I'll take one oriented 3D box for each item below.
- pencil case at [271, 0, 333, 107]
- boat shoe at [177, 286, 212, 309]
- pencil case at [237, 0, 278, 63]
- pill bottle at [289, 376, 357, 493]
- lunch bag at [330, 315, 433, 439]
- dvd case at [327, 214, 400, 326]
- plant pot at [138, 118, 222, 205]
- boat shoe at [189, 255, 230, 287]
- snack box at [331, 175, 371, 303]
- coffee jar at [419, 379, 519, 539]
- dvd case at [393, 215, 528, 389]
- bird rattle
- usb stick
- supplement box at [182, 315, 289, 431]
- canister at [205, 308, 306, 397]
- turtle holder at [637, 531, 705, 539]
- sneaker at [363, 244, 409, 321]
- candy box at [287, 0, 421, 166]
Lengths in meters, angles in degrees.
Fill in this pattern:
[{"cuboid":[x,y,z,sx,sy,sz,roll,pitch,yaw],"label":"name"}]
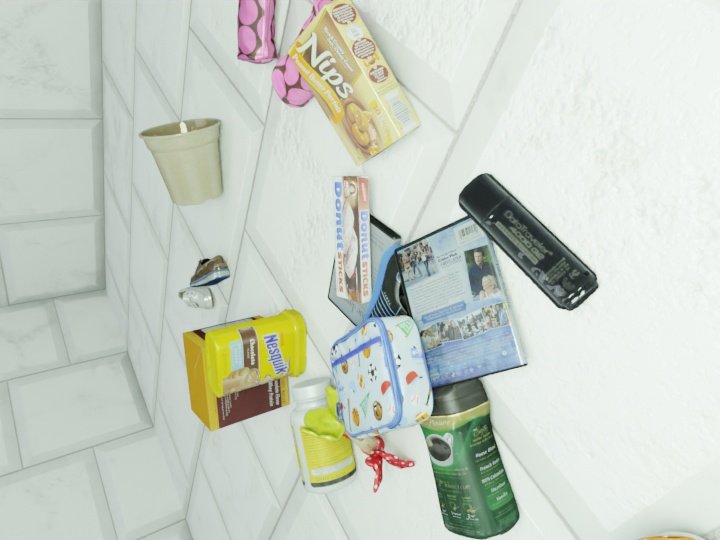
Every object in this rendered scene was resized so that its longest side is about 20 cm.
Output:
[{"cuboid":[-0.082,-0.361,0.865,0.094,0.091,0.200,44,143,-11],"label":"pencil case"},{"cuboid":[-0.521,0.088,1.630,0.199,0.069,0.072,3,100,54],"label":"boat shoe"},{"cuboid":[-0.185,-0.489,0.966,0.093,0.090,0.202,29,125,34],"label":"pencil case"},{"cuboid":[-0.078,0.319,1.026,0.111,0.111,0.202,-13,89,55],"label":"pill bottle"},{"cuboid":[0.019,0.150,0.745,0.200,0.075,0.162,-40,60,57],"label":"lunch bag"},{"cuboid":[0.000,0.000,0.892,0.143,0.017,0.201,40,130,41],"label":"dvd case"},{"cuboid":[-0.435,-0.273,1.326,0.200,0.199,0.185,28,133,48],"label":"plant pot"},{"cuboid":[-0.431,0.002,1.488,0.199,0.072,0.073,-15,82,46],"label":"boat shoe"},{"cuboid":[-0.014,-0.051,0.847,0.072,0.024,0.202,13,109,52],"label":"snack box"},{"cuboid":[0.141,0.248,0.714,0.104,0.085,0.202,-22,81,55],"label":"coffee jar"},{"cuboid":[0.123,0.041,0.681,0.142,0.017,0.202,-24,71,37],"label":"dvd case"},{"cuboid":[0.001,0.271,0.905,0.113,0.200,0.163,-51,13,3],"label":"bird rattle"},{"cuboid":[0.188,-0.039,0.606,0.055,0.033,0.200,-44,58,12],"label":"usb stick"},{"cuboid":[-0.289,0.233,1.225,0.132,0.199,0.199,15,111,52],"label":"supplement box"},{"cuboid":[-0.222,0.176,1.113,0.086,0.199,0.150,27,121,49],"label":"canister"},{"cuboid":[0.303,0.327,0.462,0.185,0.131,0.142,38,135,17],"label":"turtle holder"},{"cuboid":[0.056,0.065,0.799,0.078,0.070,0.202,40,129,50],"label":"sneaker"},{"cuboid":[-0.011,-0.266,0.755,0.115,0.055,0.201,-19,105,54],"label":"candy box"}]
